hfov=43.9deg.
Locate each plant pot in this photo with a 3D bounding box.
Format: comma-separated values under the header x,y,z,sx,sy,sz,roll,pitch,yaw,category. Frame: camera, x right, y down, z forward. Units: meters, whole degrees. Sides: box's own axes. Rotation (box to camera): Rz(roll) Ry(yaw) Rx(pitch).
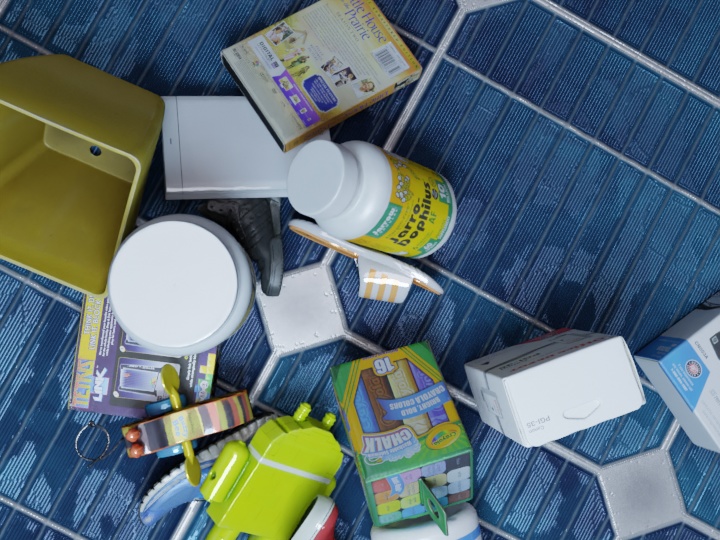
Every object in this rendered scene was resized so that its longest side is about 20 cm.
x,y,z,sx,sy,sz,roll,pitch,yaw,category
-0.323,-0.126,0.991,0.200,0.176,0.200,23,127,-5,plant pot

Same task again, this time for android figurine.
x,y,z,sx,sy,sz,roll,pitch,yaw,category
-0.098,0.245,1.038,0.182,0.041,0.200,28,93,-44,android figurine

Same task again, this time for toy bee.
x,y,z,sx,sy,sz,roll,pitch,yaw,category
-0.217,0.185,0.991,0.200,0.109,0.131,-36,92,-6,toy bee

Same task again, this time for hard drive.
x,y,z,sx,sy,sz,roll,pitch,yaw,category
-0.134,-0.149,1.069,0.200,0.027,0.132,-2,66,-14,hard drive

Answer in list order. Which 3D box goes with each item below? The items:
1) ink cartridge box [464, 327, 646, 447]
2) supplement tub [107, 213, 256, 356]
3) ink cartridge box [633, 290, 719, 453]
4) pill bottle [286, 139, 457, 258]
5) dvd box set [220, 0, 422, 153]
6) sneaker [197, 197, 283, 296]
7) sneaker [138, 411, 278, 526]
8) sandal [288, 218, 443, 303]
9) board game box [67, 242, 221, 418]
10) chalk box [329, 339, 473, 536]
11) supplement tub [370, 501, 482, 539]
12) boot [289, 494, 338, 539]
x,y,z,sx,sy,sz,roll,pitch,yaw,category
0.219,0.130,1.042,0.146,0.200,0.083,-19,90,-6,ink cartridge box
-0.186,0.016,0.952,0.145,0.200,0.145,0,89,-5,supplement tub
0.475,0.110,1.124,0.200,0.084,0.145,-36,91,-5,ink cartridge box
0.013,-0.084,1.023,0.113,0.200,0.113,-10,74,38,pill bottle
-0.047,-0.249,1.084,0.200,0.029,0.146,-32,78,-14,dvd box set
-0.148,-0.066,1.084,0.104,0.060,0.200,-1,80,-10,sneaker
-0.171,0.252,1.064,0.200,0.079,0.089,-30,89,-6,sneaker
0.000,0.000,1.092,0.207,0.079,0.059,23,88,4,sandal
-0.250,0.077,1.073,0.165,0.057,0.200,8,88,-3,board game box
0.053,0.204,1.016,0.124,0.125,0.200,-15,49,-5,chalk box
0.093,0.386,1.058,0.132,0.132,0.200,-13,90,-6,supplement tub
-0.020,0.346,1.021,0.144,0.200,0.072,28,44,11,boot
